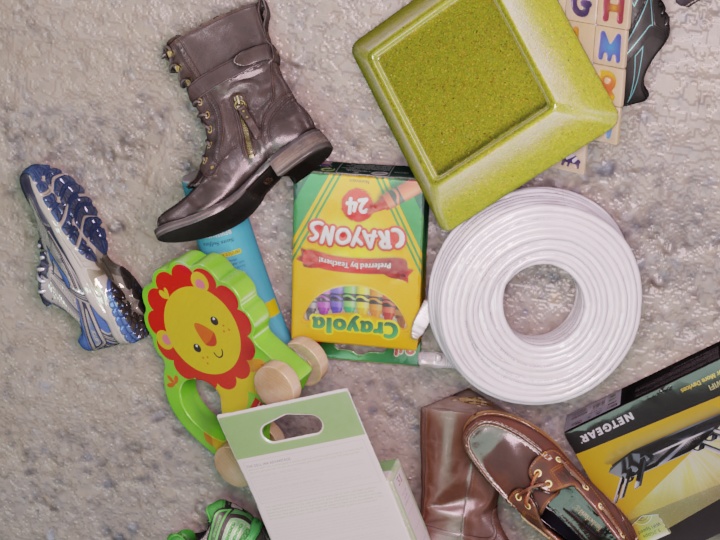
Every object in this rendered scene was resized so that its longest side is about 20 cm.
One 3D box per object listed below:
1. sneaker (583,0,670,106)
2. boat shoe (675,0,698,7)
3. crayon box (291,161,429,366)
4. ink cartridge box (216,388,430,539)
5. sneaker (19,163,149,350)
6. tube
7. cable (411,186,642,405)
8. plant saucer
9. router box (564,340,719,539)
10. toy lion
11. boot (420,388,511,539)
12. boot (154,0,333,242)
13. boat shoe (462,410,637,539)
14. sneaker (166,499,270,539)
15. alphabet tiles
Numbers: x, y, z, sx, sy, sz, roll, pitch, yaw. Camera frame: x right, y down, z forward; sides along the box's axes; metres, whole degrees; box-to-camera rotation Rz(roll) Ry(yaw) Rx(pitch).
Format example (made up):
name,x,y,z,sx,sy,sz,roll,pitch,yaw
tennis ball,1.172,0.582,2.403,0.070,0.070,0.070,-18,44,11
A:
name,x,y,z,sx,sy,sz,roll,pitch,yaw
sneaker,0.235,-0.239,1.530,0.079,0.076,0.201,7,115,-6
boat shoe,0.362,-0.270,1.488,0.199,0.073,0.063,-28,97,12
crayon box,0.000,0.000,1.648,0.126,0.051,0.201,4,108,9
ink cartridge box,-0.033,0.201,1.636,0.145,0.048,0.201,-13,108,23
sneaker,-0.288,-0.006,1.689,0.085,0.077,0.201,-24,101,21
tube,-0.122,-0.002,1.676,0.077,0.050,0.201,-7,110,24
cable,0.161,0.024,1.596,0.199,0.069,0.201,15,103,-9
plant saucer,0.097,-0.167,1.531,0.199,0.048,0.201,-32,78,27
router box,0.316,0.169,1.640,0.199,0.052,0.158,-28,100,17
toy lion,-0.137,0.084,1.676,0.191,0.069,0.201,38,132,12
boot,0.140,0.220,1.688,0.185,0.064,0.202,5,93,-15
boot,-0.136,-0.138,1.601,0.199,0.069,0.175,-32,78,1
boat shoe,0.178,0.207,1.615,0.200,0.070,0.071,37,105,0
sneaker,-0.177,0.313,1.773,0.085,0.078,0.200,43,101,3
alphabet tiles,0.166,-0.192,1.534,0.166,0.006,0.201,19,113,41
